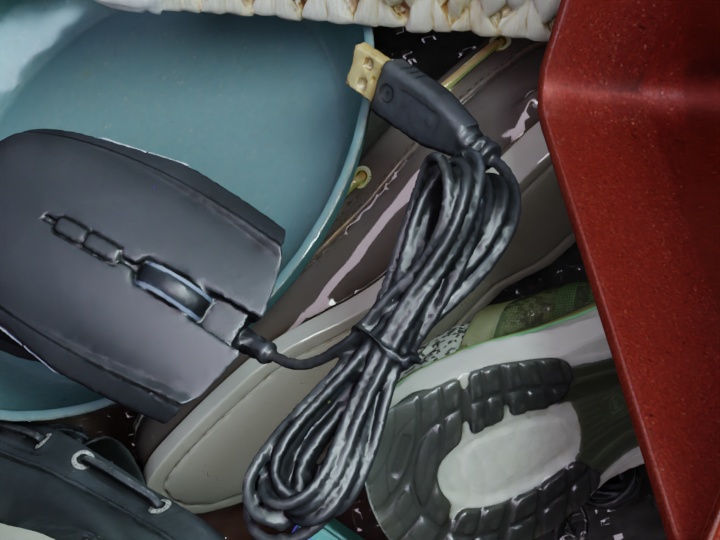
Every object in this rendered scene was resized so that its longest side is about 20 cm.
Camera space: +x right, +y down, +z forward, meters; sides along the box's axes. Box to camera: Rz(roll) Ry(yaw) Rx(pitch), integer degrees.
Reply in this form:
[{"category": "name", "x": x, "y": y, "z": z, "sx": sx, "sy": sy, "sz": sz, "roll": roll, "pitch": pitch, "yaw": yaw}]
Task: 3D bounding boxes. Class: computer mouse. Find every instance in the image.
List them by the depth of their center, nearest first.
[{"category": "computer mouse", "x": -0.049, "y": -0.021, "z": 0.781, "sx": 0.200, "sy": 0.046, "sz": 0.141, "roll": 31, "pitch": 82, "yaw": 39}]

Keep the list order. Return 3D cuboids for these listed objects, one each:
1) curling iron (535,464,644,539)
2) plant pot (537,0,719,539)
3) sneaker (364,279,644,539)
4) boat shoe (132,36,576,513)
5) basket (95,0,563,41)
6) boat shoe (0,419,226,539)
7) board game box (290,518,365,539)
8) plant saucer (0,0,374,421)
[{"category": "curling iron", "x": 0.139, "y": 0.065, "z": 0.849, "sx": 0.199, "sy": 0.026, "sz": 0.050, "roll": -3, "pitch": 48, "yaw": 5}, {"category": "plant pot", "x": 0.170, "y": -0.056, "z": 0.676, "sx": 0.175, "sy": 0.201, "sz": 0.201, "roll": 4, "pitch": 40, "yaw": -14}, {"category": "sneaker", "x": 0.077, "y": 0.023, "z": 0.839, "sx": 0.199, "sy": 0.089, "sz": 0.077, "roll": -17, "pitch": 114, "yaw": -19}, {"category": "boat shoe", "x": 0.000, "y": 0.000, "z": 0.861, "sx": 0.200, "sy": 0.072, "sz": 0.060, "roll": -41, "pitch": 59, "yaw": 9}, {"category": "basket", "x": 0.009, "y": -0.199, "z": 0.790, "sx": 0.160, "sy": 0.201, "sz": 0.199, "roll": 11, "pitch": 53, "yaw": 6}, {"category": "boat shoe", "x": -0.093, "y": 0.080, "z": 0.824, "sx": 0.066, "sy": 0.199, "sz": 0.075, "roll": -25, "pitch": 103, "yaw": -20}, {"category": "board game box", "x": -0.008, "y": 0.202, "z": 0.848, "sx": 0.152, "sy": 0.045, "sz": 0.201, "roll": 34, "pitch": 90, "yaw": 12}, {"category": "plant saucer", "x": -0.077, "y": -0.036, "z": 0.860, "sx": 0.199, "sy": 0.036, "sz": 0.201, "roll": -14, "pitch": 56, "yaw": 22}]
